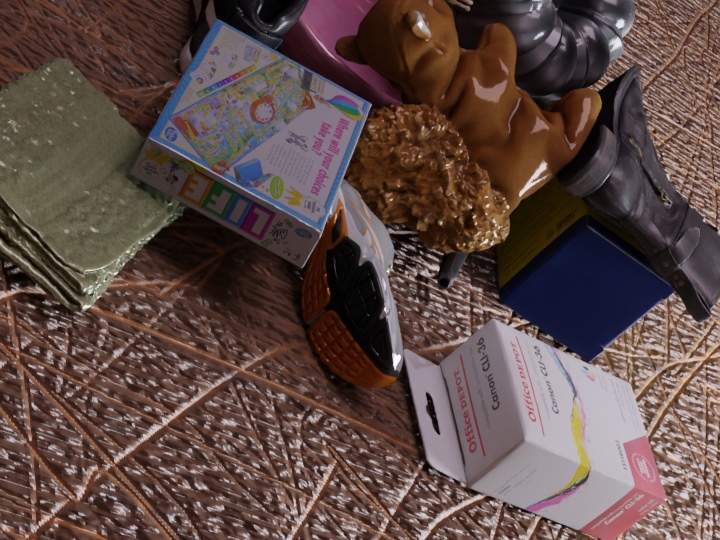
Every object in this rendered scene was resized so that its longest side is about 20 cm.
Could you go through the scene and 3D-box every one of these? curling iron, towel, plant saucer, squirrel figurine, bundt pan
[{"bbox_3d":[0.084,-0.042,1.662,0.200,0.025,0.050,-66,148,-54],"label":"curling iron"},{"bbox_3d":[-0.197,-0.060,1.313,0.148,0.036,0.200,45,31,-5],"label":"towel"},{"bbox_3d":[-0.007,-0.197,1.705,0.200,0.051,0.201,33,34,-26],"label":"plant saucer"},{"bbox_3d":[0.061,-0.121,1.572,0.187,0.141,0.201,48,55,-30],"label":"squirrel figurine"},{"bbox_3d":[0.164,-0.236,1.686,0.201,0.075,0.204,-12,108,-43],"label":"bundt pan"}]

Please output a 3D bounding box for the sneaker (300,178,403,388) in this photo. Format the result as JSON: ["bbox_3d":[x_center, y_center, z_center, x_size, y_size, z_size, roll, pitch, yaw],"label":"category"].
[{"bbox_3d":[0.000,0.000,1.467,0.092,0.076,0.201,18,42,-48],"label":"sneaker"}]

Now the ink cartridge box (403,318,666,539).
[{"bbox_3d":[0.130,0.116,1.503,0.199,0.067,0.117,24,38,-36],"label":"ink cartridge box"}]

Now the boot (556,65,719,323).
[{"bbox_3d":[0.244,-0.062,1.652,0.174,0.069,0.201,43,37,-14],"label":"boot"}]

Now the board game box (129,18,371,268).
[{"bbox_3d":[-0.073,-0.094,1.414,0.134,0.034,0.200,28,31,-5],"label":"board game box"}]

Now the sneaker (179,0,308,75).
[{"bbox_3d":[-0.079,-0.223,1.578,0.073,0.112,0.201,34,33,-24],"label":"sneaker"}]

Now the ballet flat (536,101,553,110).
[{"bbox_3d":[0.196,-0.106,1.876,0.201,0.046,0.067,57,13,20],"label":"ballet flat"}]

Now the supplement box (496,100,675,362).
[{"bbox_3d":[0.190,-0.042,1.722,0.109,0.109,0.201,33,33,-24],"label":"supplement box"}]
